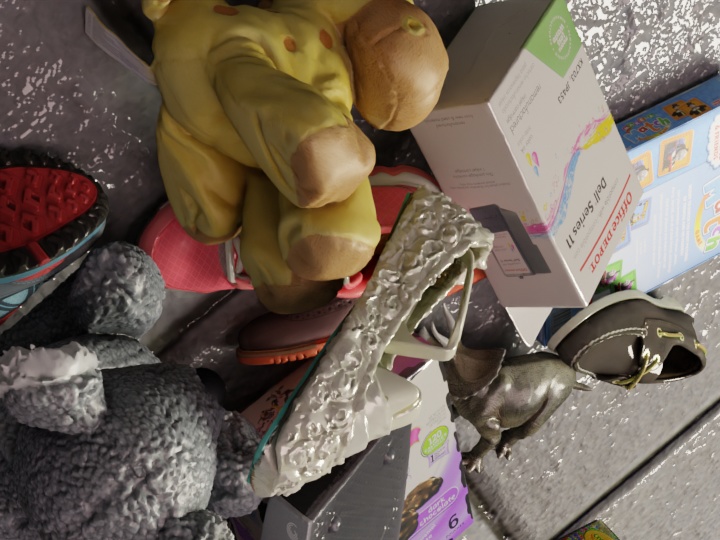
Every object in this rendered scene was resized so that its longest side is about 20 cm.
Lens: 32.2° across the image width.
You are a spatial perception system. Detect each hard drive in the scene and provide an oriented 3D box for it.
[{"bbox_3d":[-0.018,0.183,0.794,0.135,0.042,0.202,-45,149,-45],"label":"hard drive"}]

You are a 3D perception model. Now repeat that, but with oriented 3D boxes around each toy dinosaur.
[{"bbox_3d":[0.121,0.097,0.960,0.198,0.077,0.103,8,134,-29],"label":"toy dinosaur"}]

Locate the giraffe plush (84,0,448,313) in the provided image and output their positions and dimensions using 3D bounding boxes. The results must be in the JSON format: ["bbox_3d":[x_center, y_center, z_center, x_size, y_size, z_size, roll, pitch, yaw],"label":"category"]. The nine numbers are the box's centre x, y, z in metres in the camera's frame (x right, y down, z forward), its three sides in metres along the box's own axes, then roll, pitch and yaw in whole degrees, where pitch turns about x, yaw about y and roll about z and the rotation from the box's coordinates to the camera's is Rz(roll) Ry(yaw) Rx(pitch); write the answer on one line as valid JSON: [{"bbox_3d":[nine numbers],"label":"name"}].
[{"bbox_3d":[-0.025,-0.103,0.678,0.162,0.201,0.173,-35,172,-29],"label":"giraffe plush"}]

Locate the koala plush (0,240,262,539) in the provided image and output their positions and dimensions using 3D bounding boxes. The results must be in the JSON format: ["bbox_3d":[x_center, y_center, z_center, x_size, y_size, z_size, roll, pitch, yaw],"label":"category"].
[{"bbox_3d":[-0.130,0.098,0.634,0.183,0.200,0.178,-35,103,-18],"label":"koala plush"}]

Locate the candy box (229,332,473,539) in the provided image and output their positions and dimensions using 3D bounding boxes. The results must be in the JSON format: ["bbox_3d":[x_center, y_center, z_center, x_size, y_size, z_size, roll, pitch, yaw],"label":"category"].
[{"bbox_3d":[-0.010,0.155,0.905,0.167,0.071,0.201,-35,136,-22],"label":"candy box"}]

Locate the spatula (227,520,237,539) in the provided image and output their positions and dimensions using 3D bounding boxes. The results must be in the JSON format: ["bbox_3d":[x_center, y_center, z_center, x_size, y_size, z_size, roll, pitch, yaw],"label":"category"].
[{"bbox_3d":[-0.090,0.190,0.928,0.056,0.021,0.202,-9,127,-37],"label":"spatula"}]

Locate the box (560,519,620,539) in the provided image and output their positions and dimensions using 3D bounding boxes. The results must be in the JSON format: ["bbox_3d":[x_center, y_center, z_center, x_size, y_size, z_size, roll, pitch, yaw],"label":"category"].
[{"bbox_3d":[0.184,0.380,1.185,0.191,0.122,0.202,-21,130,-21],"label":"box"}]

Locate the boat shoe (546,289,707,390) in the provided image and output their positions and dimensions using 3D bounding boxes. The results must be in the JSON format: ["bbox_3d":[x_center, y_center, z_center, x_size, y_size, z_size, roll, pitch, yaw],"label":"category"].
[{"bbox_3d":[0.216,0.059,0.977,0.072,0.061,0.200,-44,155,29],"label":"boat shoe"}]

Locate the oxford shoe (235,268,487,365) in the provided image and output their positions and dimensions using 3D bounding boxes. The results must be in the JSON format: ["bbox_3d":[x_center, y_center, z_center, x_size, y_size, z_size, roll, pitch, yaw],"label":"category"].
[{"bbox_3d":[0.000,0.000,0.835,0.199,0.071,0.073,-26,103,-11],"label":"oxford shoe"}]

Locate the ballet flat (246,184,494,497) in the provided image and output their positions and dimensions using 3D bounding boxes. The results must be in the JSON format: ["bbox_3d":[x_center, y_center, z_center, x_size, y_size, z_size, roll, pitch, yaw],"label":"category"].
[{"bbox_3d":[0.015,0.039,0.648,0.201,0.071,0.072,-59,143,-29],"label":"ballet flat"}]

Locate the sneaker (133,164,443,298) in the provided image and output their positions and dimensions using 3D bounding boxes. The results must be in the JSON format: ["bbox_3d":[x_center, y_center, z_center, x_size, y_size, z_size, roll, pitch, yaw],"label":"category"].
[{"bbox_3d":[-0.036,-0.019,0.742,0.198,0.087,0.074,-8,118,-8],"label":"sneaker"}]

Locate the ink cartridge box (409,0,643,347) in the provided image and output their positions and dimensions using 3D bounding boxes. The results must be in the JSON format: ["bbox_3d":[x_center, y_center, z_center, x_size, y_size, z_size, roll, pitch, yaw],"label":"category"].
[{"bbox_3d":[0.116,-0.057,0.793,0.117,0.067,0.201,-56,129,-35],"label":"ink cartridge box"}]

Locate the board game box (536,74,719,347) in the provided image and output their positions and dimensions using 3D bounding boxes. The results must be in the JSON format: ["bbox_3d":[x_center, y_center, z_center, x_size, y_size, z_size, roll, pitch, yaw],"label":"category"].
[{"bbox_3d":[0.210,-0.046,0.952,0.199,0.037,0.152,-25,133,-16],"label":"board game box"}]

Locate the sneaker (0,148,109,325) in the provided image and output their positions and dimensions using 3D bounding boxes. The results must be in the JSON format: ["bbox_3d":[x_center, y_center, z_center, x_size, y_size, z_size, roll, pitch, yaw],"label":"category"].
[{"bbox_3d":[-0.228,0.007,0.679,0.199,0.080,0.096,-30,162,-21],"label":"sneaker"}]
